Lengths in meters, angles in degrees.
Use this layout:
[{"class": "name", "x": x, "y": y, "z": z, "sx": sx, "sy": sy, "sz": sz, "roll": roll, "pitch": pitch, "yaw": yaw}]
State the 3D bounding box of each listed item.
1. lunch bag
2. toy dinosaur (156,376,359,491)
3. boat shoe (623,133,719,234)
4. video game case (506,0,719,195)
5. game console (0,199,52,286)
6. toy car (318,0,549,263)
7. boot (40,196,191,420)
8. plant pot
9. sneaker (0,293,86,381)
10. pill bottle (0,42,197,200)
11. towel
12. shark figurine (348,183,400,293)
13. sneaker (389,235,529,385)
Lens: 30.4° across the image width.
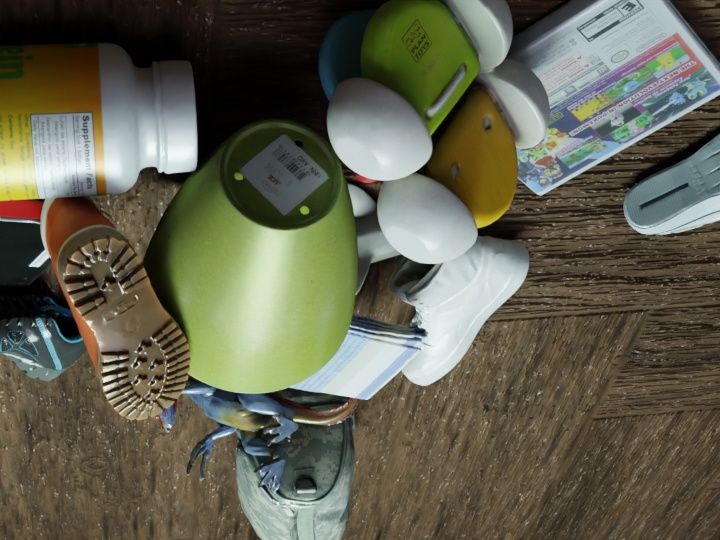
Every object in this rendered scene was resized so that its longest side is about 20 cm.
[{"class": "lunch bag", "x": -0.068, "y": 0.215, "z": 1.451, "sx": 0.137, "sy": 0.169, "sz": 0.201, "roll": -7, "pitch": 146, "yaw": -6}, {"class": "toy dinosaur", "x": -0.132, "y": 0.150, "z": 1.367, "sx": 0.198, "sy": 0.181, "sz": 0.106, "roll": -13, "pitch": 121, "yaw": -31}, {"class": "boat shoe", "x": 0.340, "y": -0.088, "z": 1.223, "sx": 0.198, "sy": 0.075, "sz": 0.066, "roll": -20, "pitch": 162, "yaw": 30}, {"class": "video game case", "x": 0.187, "y": -0.153, "z": 1.111, "sx": 0.199, "sy": 0.023, "sz": 0.182, "roll": -30, "pitch": 142, "yaw": 25}, {"class": "game console", "x": -0.333, "y": -0.028, "z": 1.096, "sx": 0.175, "sy": 0.031, "sz": 0.199, "roll": 4, "pitch": 163, "yaw": -29}, {"class": "toy car", "x": 0.038, "y": -0.120, "z": 1.011, "sx": 0.149, "sy": 0.176, "sz": 0.201, "roll": 14, "pitch": 148, "yaw": 42}, {"class": "boot", "x": -0.194, "y": 0.026, "z": 1.042, "sx": 0.074, "sy": 0.107, "sz": 0.202, "roll": -27, "pitch": 132, "yaw": -17}, {"class": "plant pot", "x": -0.077, "y": -0.028, "z": 1.044, "sx": 0.184, "sy": 0.189, "sz": 0.200, "roll": -2, "pitch": 154, "yaw": -13}, {"class": "sneaker", "x": -0.326, "y": 0.042, "z": 1.218, "sx": 0.081, "sy": 0.074, "sz": 0.199, "roll": -32, "pitch": 152, "yaw": 23}, {"class": "pill bottle", "x": -0.222, "y": -0.110, "z": 0.976, "sx": 0.197, "sy": 0.112, "sz": 0.112, "roll": -4, "pitch": 146, "yaw": -11}, {"class": "towel", "x": -0.052, "y": 0.072, "z": 1.236, "sx": 0.197, "sy": 0.024, "sz": 0.147, "roll": 12, "pitch": 148, "yaw": -20}, {"class": "shark figurine", "x": -0.022, "y": 0.004, "z": 1.225, "sx": 0.213, "sy": 0.090, "sz": 0.128, "roll": -32, "pitch": 138, "yaw": 30}, {"class": "sneaker", "x": 0.066, "y": 0.032, "z": 1.313, "sx": 0.114, "sy": 0.074, "sz": 0.201, "roll": 13, "pitch": 130, "yaw": -29}]
